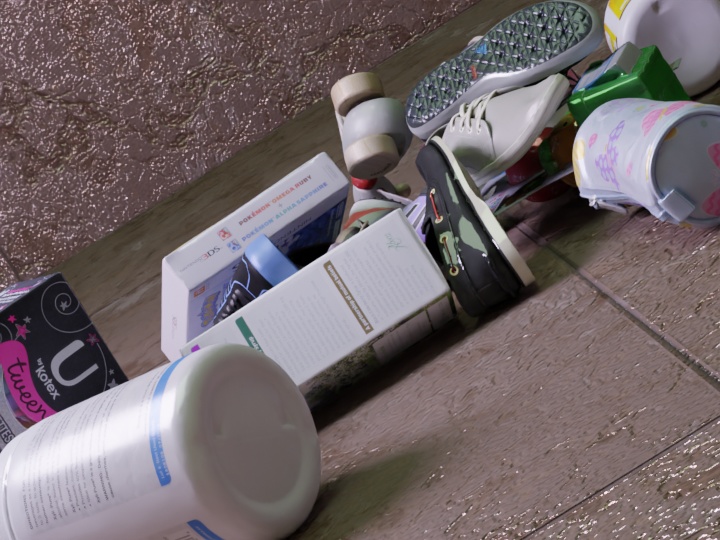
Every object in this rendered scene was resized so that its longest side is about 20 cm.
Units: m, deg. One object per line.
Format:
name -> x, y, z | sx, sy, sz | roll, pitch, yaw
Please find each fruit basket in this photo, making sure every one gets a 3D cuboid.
fruit basket -> 0.172, -0.109, 1.583 | 0.199, 0.094, 0.185 | -24, 12, 25

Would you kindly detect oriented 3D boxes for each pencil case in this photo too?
pencil case -> 0.216, -0.079, 1.361 | 0.090, 0.083, 0.200 | -36, 11, -6

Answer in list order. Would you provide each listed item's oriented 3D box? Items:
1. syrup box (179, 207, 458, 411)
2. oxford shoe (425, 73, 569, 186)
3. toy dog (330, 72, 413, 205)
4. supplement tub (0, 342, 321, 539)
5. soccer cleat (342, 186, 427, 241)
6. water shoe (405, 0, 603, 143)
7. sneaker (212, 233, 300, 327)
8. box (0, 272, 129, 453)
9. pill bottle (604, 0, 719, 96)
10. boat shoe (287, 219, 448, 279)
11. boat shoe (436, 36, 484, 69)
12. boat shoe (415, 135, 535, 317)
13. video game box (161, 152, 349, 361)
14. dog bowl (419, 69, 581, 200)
syrup box -> -0.030, 0.047, 1.433 | 0.199, 0.082, 0.079 | -32, -19, -2
oxford shoe -> 0.106, -0.116, 1.549 | 0.075, 0.058, 0.200 | -53, 9, -25
toy dog -> 0.032, -0.116, 1.783 | 0.095, 0.133, 0.200 | -12, -3, 1
supplement tub -> -0.135, 0.136, 1.242 | 0.199, 0.133, 0.132 | -23, 13, 37
soccer cleat -> 0.048, -0.029, 1.712 | 0.199, 0.068, 0.074 | -4, 57, 54
water shoe -> 0.133, -0.166, 1.637 | 0.199, 0.079, 0.072 | -25, 52, 29
sneaker -> -0.081, 0.035, 1.537 | 0.078, 0.070, 0.200 | -42, -14, -11
box -> -0.233, 0.116, 1.427 | 0.114, 0.201, 0.132 | -37, 12, -24
pill bottle -> 0.287, -0.228, 1.775 | 0.109, 0.110, 0.200 | -30, 11, 9
boat shoe -> 0.000, 0.000, 1.626 | 0.199, 0.074, 0.074 | -14, 23, 46
boat shoe -> 0.097, -0.164, 1.755 | 0.063, 0.073, 0.200 | -41, 7, -13
boat shoe -> 0.074, -0.039, 1.475 | 0.063, 0.074, 0.202 | -33, 36, 7
video game box -> -0.099, -0.002, 1.727 | 0.182, 0.047, 0.200 | -33, -18, -19
dog bowl -> 0.144, -0.127, 1.824 | 0.199, 0.074, 0.200 | -31, 10, 6
